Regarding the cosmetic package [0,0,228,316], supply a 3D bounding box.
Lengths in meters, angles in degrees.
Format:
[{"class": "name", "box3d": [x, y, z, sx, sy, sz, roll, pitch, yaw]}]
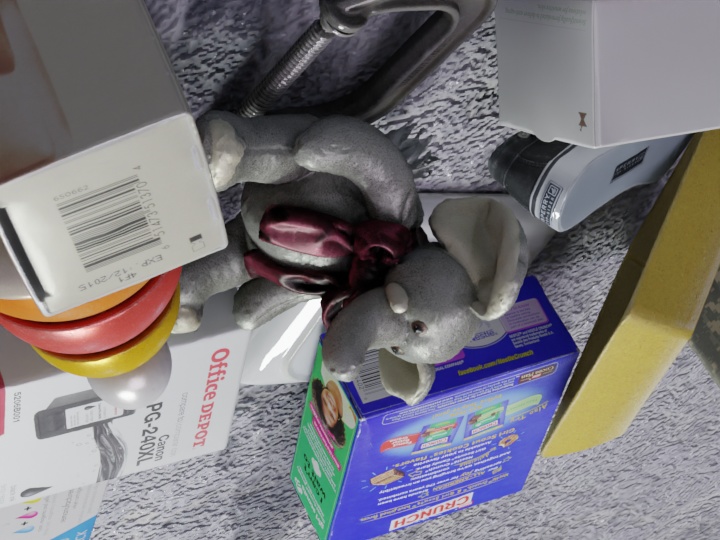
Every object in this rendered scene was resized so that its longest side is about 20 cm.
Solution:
[{"class": "cosmetic package", "box3d": [-0.133, -0.096, 0.732, 0.087, 0.201, 0.104, -21, 148, -6]}]

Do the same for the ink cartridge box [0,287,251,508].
[{"class": "ink cartridge box", "box3d": [-0.175, 0.064, 1.063, 0.199, 0.084, 0.146, -13, 147, -21]}]

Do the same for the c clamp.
[{"class": "c clamp", "box3d": [-0.023, -0.104, 0.947, 0.170, 0.027, 0.200, -3, 155, -42]}]

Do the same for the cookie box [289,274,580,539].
[{"class": "cookie box", "box3d": [0.047, 0.106, 1.250, 0.170, 0.075, 0.200, -15, 148, -20]}]

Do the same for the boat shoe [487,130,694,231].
[{"class": "boat shoe", "box3d": [0.151, -0.085, 1.096, 0.199, 0.068, 0.074, -33, 149, -41]}]

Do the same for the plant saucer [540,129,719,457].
[{"class": "plant saucer", "box3d": [0.199, 0.016, 1.174, 0.200, 0.048, 0.200, -61, 174, -34]}]

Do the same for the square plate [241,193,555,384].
[{"class": "square plate", "box3d": [0.029, 0.020, 1.207, 0.199, 0.029, 0.198, -1, 141, -36]}]

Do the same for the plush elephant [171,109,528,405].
[{"class": "plush elephant", "box3d": [0.000, 0.000, 0.965, 0.199, 0.155, 0.165, -19, 150, -37]}]

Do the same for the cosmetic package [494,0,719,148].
[{"class": "cosmetic package", "box3d": [0.187, -0.127, 0.999, 0.199, 0.107, 0.085, -10, 106, -27]}]

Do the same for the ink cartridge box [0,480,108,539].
[{"class": "ink cartridge box", "box3d": [-0.276, 0.156, 1.145, 0.199, 0.068, 0.115, -9, 146, -26]}]

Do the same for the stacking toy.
[{"class": "stacking toy", "box3d": [-0.142, 0.009, 0.914, 0.145, 0.146, 0.201, -21, 139, -9]}]

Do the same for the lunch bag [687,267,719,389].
[{"class": "lunch bag", "box3d": [0.355, 0.067, 1.392, 0.118, 0.164, 0.200, -46, 144, 21]}]
